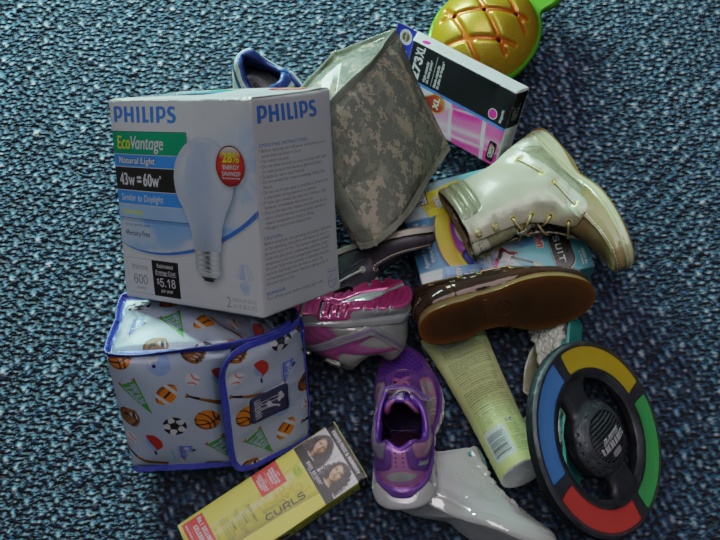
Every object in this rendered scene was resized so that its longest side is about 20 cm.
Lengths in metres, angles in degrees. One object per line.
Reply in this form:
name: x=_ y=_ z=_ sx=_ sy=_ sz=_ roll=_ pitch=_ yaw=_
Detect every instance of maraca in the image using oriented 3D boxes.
maraca: x=0.164 y=-0.307 z=1.222 sx=0.136 sy=0.107 sz=0.202 roll=30 pitch=73 yaw=15

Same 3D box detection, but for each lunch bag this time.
lunch bag: x=-0.001 y=-0.141 z=1.092 sx=0.116 sy=0.166 sz=0.201 roll=-12 pitch=29 yaw=34
lunch bag: x=-0.152 y=0.117 z=1.034 sx=0.195 sy=0.173 sz=0.125 roll=-2 pitch=35 yaw=-1

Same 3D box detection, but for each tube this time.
tube: x=0.136 y=0.138 z=1.074 sx=0.057 sy=0.052 sz=0.202 roll=9 pitch=41 yaw=-35

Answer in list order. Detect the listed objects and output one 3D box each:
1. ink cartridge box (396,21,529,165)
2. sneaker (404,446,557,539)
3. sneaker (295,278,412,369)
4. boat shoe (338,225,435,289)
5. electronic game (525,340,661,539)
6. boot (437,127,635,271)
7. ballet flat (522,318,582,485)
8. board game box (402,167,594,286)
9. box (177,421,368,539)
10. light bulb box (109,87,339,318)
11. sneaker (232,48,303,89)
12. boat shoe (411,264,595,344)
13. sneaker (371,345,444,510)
ink cartridge box: x=0.103 y=-0.213 z=1.179 sx=0.199 sy=0.096 sz=0.037 roll=35 pitch=39 yaw=28
sneaker: x=0.122 y=0.232 z=1.040 sx=0.197 sy=0.076 sz=0.089 roll=22 pitch=60 yaw=13
sneaker: x=-0.036 y=0.068 z=1.078 sx=0.196 sy=0.090 sz=0.082 roll=-2 pitch=28 yaw=17
boat shoe: x=0.000 y=0.000 z=1.122 sx=0.197 sy=0.073 sz=0.064 roll=-18 pitch=89 yaw=17
electronic game: x=0.243 y=0.173 z=1.017 sx=0.197 sy=0.041 sz=0.204 roll=14 pitch=67 yaw=-34
boot: x=0.191 y=-0.050 z=1.086 sx=0.153 sy=0.072 sz=0.201 roll=-29 pitch=60 yaw=-9
ballet flat: x=0.208 y=0.146 z=1.076 sx=0.070 sy=0.072 sz=0.204 roll=5 pitch=67 yaw=5
board game box: x=0.154 y=-0.042 z=1.152 sx=0.196 sy=0.047 sz=0.154 roll=-14 pitch=69 yaw=-2
box: x=-0.091 y=0.249 z=1.053 sx=0.198 sy=0.050 sz=0.076 roll=-31 pitch=71 yaw=-8
light bulb box: x=-0.135 y=-0.075 z=0.983 sx=0.195 sy=0.124 sz=0.205 roll=6 pitch=105 yaw=35
sneaker: x=-0.083 y=-0.194 z=1.205 sx=0.198 sy=0.088 sz=0.076 roll=34 pitch=72 yaw=14
boat shoe: x=0.151 y=0.025 z=1.068 sx=0.196 sy=0.072 sz=0.071 roll=-7 pitch=32 yaw=-2
sneaker: x=0.046 y=0.146 z=1.036 sx=0.079 sy=0.090 sz=0.202 roll=-5 pitch=40 yaw=8
